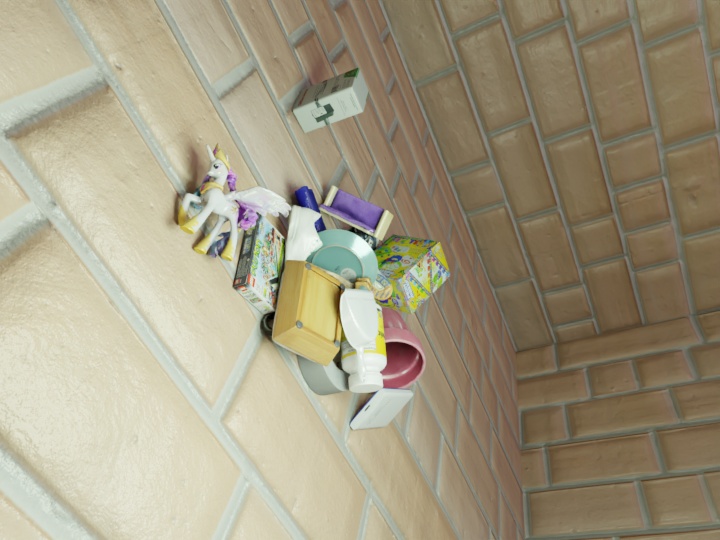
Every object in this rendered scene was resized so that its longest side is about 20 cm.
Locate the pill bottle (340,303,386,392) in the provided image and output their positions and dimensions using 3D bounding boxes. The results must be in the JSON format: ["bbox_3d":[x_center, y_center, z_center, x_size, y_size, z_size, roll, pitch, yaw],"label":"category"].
[{"bbox_3d":[0.006,0.186,1.359,0.111,0.110,0.203,38,42,-55],"label":"pill bottle"}]

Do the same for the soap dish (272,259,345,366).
[{"bbox_3d":[-0.108,0.087,1.232,0.157,0.081,0.202,33,47,-34],"label":"soap dish"}]

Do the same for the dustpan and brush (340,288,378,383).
[{"bbox_3d":[0.000,0.149,1.266,0.139,0.057,0.203,9,63,-60],"label":"dustpan and brush"}]

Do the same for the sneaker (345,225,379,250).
[{"bbox_3d":[0.000,-0.042,1.722,0.146,0.076,0.205,8,76,-56],"label":"sneaker"}]

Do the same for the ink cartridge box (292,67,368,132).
[{"bbox_3d":[-0.086,-0.501,1.655,0.148,0.198,0.084,-78,147,-47],"label":"ink cartridge box"}]

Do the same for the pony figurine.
[{"bbox_3d":[-0.258,-0.122,1.097,0.193,0.165,0.202,40,54,-41],"label":"pony figurine"}]

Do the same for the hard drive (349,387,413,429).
[{"bbox_3d":[0.061,0.374,1.524,0.025,0.132,0.200,44,9,27],"label":"hard drive"}]

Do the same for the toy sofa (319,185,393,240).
[{"bbox_3d":[-0.014,-0.167,1.598,0.084,0.198,0.097,-63,157,2],"label":"toy sofa"}]

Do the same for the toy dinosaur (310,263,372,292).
[{"bbox_3d":[-0.028,0.044,1.358,0.061,0.105,0.201,-100,163,-47],"label":"toy dinosaur"}]

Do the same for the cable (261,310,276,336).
[{"bbox_3d":[-0.161,0.083,1.271,0.097,0.050,0.199,50,26,12],"label":"cable"}]

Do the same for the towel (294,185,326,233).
[{"bbox_3d":[-0.123,-0.118,1.473,0.148,0.049,0.202,-54,125,-86],"label":"towel"}]

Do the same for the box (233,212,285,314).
[{"bbox_3d":[-0.219,-0.018,1.236,0.110,0.034,0.202,50,33,-45],"label":"box"}]

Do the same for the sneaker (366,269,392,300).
[{"bbox_3d":[0.000,0.000,1.470,0.200,0.075,0.088,47,4,-3],"label":"sneaker"}]

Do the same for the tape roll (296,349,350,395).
[{"bbox_3d":[-0.080,0.201,1.379,0.200,0.065,0.202,49,32,-46],"label":"tape roll"}]

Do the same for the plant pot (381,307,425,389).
[{"bbox_3d":[0.073,0.211,1.593,0.201,0.198,0.180,57,13,-34],"label":"plant pot"}]

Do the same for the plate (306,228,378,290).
[{"bbox_3d":[-0.055,-0.007,1.395,0.202,0.198,0.026,64,21,-23],"label":"plate"}]

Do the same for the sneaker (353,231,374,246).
[{"bbox_3d":[0.010,-0.040,1.575,0.200,0.112,0.073,46,8,39],"label":"sneaker"}]

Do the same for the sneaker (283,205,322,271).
[{"bbox_3d":[-0.135,-0.054,1.331,0.075,0.087,0.203,140,-42,-73],"label":"sneaker"}]

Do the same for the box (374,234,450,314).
[{"bbox_3d":[0.121,0.005,1.655,0.192,0.199,0.123,-40,123,-28],"label":"box"}]
